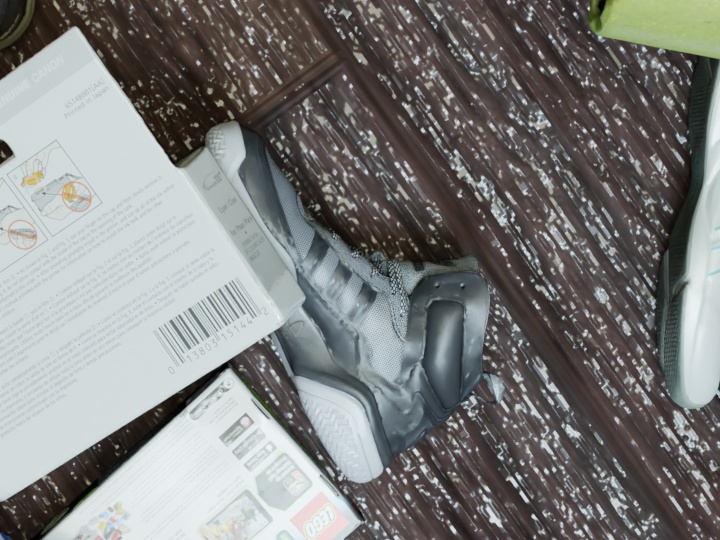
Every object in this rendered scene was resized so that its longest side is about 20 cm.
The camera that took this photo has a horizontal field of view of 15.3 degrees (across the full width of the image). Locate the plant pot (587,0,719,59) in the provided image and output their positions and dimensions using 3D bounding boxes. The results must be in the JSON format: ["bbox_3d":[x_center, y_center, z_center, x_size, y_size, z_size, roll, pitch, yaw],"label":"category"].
[{"bbox_3d":[0.206,-0.176,1.318,0.183,0.200,0.202,3,94,-6],"label":"plant pot"}]

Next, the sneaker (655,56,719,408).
[{"bbox_3d":[0.203,-0.024,1.397,0.080,0.070,0.202,11,92,-7],"label":"sneaker"}]

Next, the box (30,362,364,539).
[{"bbox_3d":[-0.107,0.156,1.404,0.200,0.035,0.110,-42,96,0],"label":"box"}]

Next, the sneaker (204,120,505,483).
[{"bbox_3d":[0.000,0.000,1.384,0.113,0.075,0.201,-25,101,-3],"label":"sneaker"}]

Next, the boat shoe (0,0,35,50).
[{"bbox_3d":[-0.219,-0.206,1.353,0.074,0.073,0.201,-27,95,-2],"label":"boat shoe"}]

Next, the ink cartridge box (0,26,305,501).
[{"bbox_3d":[-0.155,-0.004,1.345,0.199,0.045,0.177,-32,97,24],"label":"ink cartridge box"}]

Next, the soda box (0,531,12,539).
[{"bbox_3d":[-0.208,0.157,1.353,0.199,0.063,0.071,33,87,12],"label":"soda box"}]
